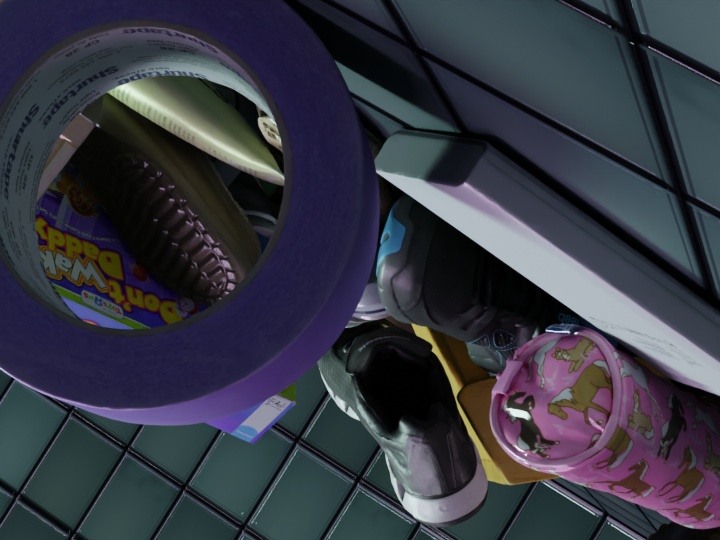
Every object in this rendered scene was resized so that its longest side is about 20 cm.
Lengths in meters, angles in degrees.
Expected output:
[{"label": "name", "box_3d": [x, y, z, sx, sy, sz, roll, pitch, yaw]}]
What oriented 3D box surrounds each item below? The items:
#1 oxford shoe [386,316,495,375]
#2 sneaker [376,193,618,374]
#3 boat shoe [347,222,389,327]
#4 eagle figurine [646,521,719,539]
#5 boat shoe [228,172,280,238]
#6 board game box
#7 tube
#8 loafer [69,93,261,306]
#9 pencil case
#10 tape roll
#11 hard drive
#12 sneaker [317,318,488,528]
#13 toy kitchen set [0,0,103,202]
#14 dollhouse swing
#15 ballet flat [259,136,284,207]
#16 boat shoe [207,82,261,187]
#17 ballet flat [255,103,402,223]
[{"label": "oxford shoe", "box_3d": [0.059, 0.047, 1.433, 0.200, 0.073, 0.071, 35, 174, -25]}, {"label": "sneaker", "box_3d": [0.078, 0.010, 1.086, 0.081, 0.074, 0.200, 9, 168, 33]}, {"label": "boat shoe", "box_3d": [0.000, 0.000, 1.199, 0.200, 0.073, 0.067, -115, 13, -69]}, {"label": "eagle figurine", "box_3d": [0.232, 0.207, 1.176, 0.151, 0.201, 0.151, 30, 173, 7]}, {"label": "boat shoe", "box_3d": [-0.068, -0.015, 1.303, 0.066, 0.057, 0.200, -17, 149, 17]}, {"label": "board game box", "box_3d": [-0.133, 0.004, 1.143, 0.199, 0.045, 0.135, 27, -144, -30]}, {"label": "tube", "box_3d": [-0.115, -0.108, 1.061, 0.200, 0.052, 0.058, 39, -140, 3]}, {"label": "loafer", "box_3d": [-0.119, -0.069, 1.113, 0.200, 0.067, 0.076, 51, 139, 2]}, {"label": "pencil case", "box_3d": [0.154, 0.090, 1.085, 0.082, 0.087, 0.200, -25, 150, 29]}, {"label": "tape roll", "box_3d": [-0.092, -0.034, 0.874, 0.199, 0.201, 0.085, 32, 176, 8]}, {"label": "hard drive", "box_3d": [0.108, -0.001, 0.945, 0.199, 0.027, 0.132, 34, 175, -19]}, {"label": "sneaker", "box_3d": [0.018, 0.063, 1.204, 0.200, 0.066, 0.091, -124, 14, -50]}, {"label": "toy kitchen set", "box_3d": [-0.208, -0.166, 1.006, 0.199, 0.163, 0.181, 34, -158, -17]}, {"label": "dollhouse swing", "box_3d": [0.117, 0.044, 1.283, 0.180, 0.177, 0.200, -9, 176, -3]}, {"label": "ballet flat", "box_3d": [-0.079, -0.058, 1.358, 0.074, 0.074, 0.200, 29, 170, 36]}, {"label": "boat shoe", "box_3d": [-0.123, -0.095, 1.203, 0.065, 0.074, 0.200, 30, 176, -28]}, {"label": "ballet flat", "box_3d": [-0.019, -0.056, 1.077, 0.067, 0.047, 0.200, 31, 175, 15]}]
